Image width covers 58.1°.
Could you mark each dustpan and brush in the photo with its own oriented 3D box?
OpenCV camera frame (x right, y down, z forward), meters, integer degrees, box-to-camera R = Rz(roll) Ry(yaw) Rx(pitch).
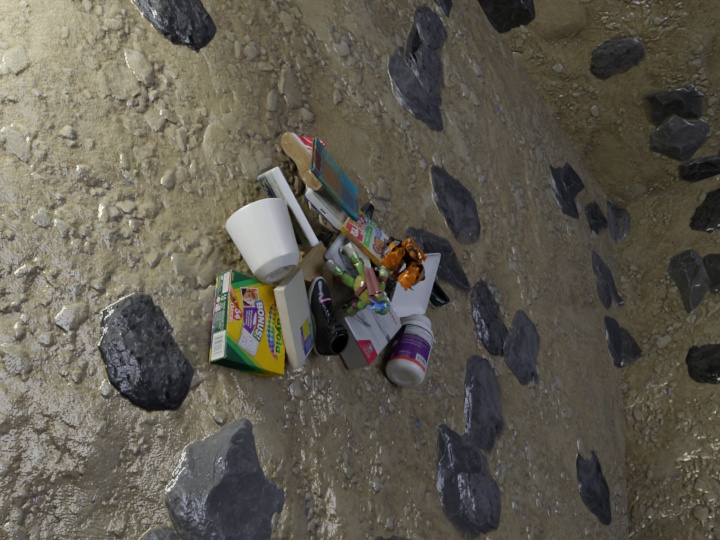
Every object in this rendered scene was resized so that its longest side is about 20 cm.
[{"bbox_3d":[0.000,0.000,1.714,0.201,0.057,0.140,60,38,-22],"label":"dustpan and brush"}]

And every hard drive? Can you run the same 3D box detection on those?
[{"bbox_3d":[-0.083,-0.210,1.778,0.132,0.025,0.201,45,29,-20],"label":"hard drive"}]

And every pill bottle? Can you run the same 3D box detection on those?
[{"bbox_3d":[0.146,0.225,1.857,0.113,0.112,0.201,48,42,-27],"label":"pill bottle"}]

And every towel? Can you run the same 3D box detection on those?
[{"bbox_3d":[-0.064,-0.234,1.683,0.200,0.022,0.148,49,26,-36],"label":"towel"}]

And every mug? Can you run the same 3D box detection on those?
[{"bbox_3d":[-0.196,-0.063,1.484,0.185,0.149,0.155,-14,71,-37],"label":"mug"}]

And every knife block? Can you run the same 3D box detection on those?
[{"bbox_3d":[-0.127,-0.037,1.667,0.199,0.063,0.178,19,60,-46],"label":"knife block"}]

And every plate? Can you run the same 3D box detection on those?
[{"bbox_3d":[0.153,0.041,1.945,0.199,0.032,0.202,-3,111,-50],"label":"plate"}]

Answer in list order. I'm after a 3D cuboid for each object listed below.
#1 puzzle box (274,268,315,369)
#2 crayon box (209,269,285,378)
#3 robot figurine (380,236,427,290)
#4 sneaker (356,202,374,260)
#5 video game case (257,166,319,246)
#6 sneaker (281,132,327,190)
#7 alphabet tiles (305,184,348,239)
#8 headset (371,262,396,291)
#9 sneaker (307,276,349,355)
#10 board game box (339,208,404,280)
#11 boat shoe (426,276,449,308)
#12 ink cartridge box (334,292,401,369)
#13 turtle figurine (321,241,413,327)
[{"bbox_3d":[-0.152,0.112,1.519,0.133,0.025,0.203,-57,142,-66],"label":"puzzle box"},{"bbox_3d":[-0.245,0.122,1.450,0.172,0.058,0.203,25,57,-44],"label":"crayon box"},{"bbox_3d":[0.119,-0.024,1.676,0.145,0.058,0.200,49,25,-3],"label":"robot figurine"},{"bbox_3d":[0.024,-0.094,1.819,0.113,0.077,0.201,17,60,6],"label":"sneaker"},{"bbox_3d":[-0.178,-0.149,1.573,0.023,0.181,0.202,-32,102,-16],"label":"video game case"},{"bbox_3d":[-0.121,-0.290,1.731,0.112,0.071,0.201,-3,51,-48],"label":"sneaker"},{"bbox_3d":[-0.087,-0.178,1.776,0.166,0.008,0.202,32,34,-40],"label":"alphabet tiles"},{"bbox_3d":[0.060,-0.017,1.869,0.123,0.093,0.202,36,38,-36],"label":"headset"},{"bbox_3d":[-0.073,0.117,1.591,0.070,0.099,0.203,-11,101,-39],"label":"sneaker"},{"bbox_3d":[0.039,-0.070,1.733,0.200,0.030,0.096,45,43,-9],"label":"board game box"},{"bbox_3d":[0.213,0.040,2.064,0.201,0.061,0.075,54,41,-21],"label":"boat shoe"},{"bbox_3d":[0.009,0.146,1.741,0.146,0.083,0.200,61,38,-11],"label":"ink cartridge box"},{"bbox_3d":[0.002,0.039,1.629,0.194,0.144,0.200,50,21,8],"label":"turtle figurine"}]
